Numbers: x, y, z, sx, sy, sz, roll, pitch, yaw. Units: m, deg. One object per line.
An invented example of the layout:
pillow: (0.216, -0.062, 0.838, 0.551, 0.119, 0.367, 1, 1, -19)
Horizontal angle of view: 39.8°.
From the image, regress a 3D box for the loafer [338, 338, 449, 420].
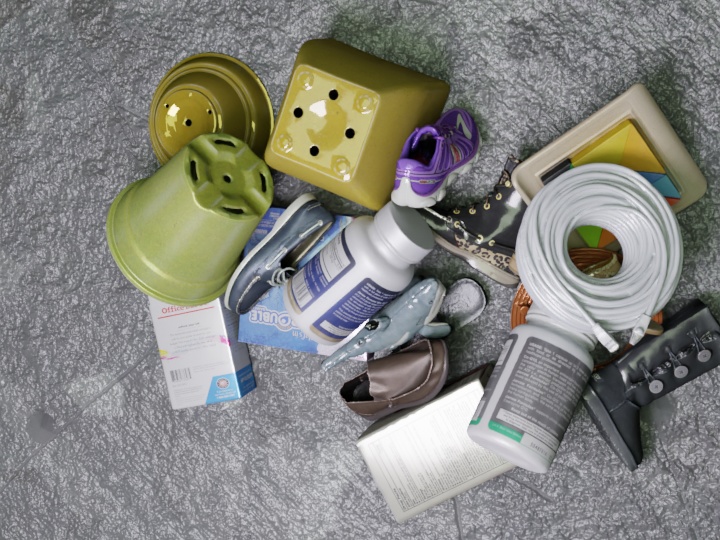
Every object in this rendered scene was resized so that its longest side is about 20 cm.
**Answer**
loafer: (0.042, 0.149, 1.335, 0.200, 0.070, 0.074, -39, 46, 40)

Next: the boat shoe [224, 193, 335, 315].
boat shoe: (-0.110, -0.012, 1.370, 0.062, 0.075, 0.200, 42, 96, 20)

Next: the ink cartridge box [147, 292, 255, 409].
ink cartridge box: (-0.235, 0.092, 1.462, 0.114, 0.068, 0.202, -11, 94, 16)

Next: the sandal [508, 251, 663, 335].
sandal: (0.294, 0.007, 1.247, 0.210, 0.078, 0.070, 24, 107, 8)

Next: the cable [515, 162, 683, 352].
cable: (0.286, -0.024, 1.194, 0.199, 0.069, 0.200, 39, 78, 8)

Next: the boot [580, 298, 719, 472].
boot: (0.396, 0.152, 1.297, 0.199, 0.066, 0.165, -35, 120, -1)

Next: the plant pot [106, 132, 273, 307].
plant pot: (-0.212, -0.082, 1.327, 0.201, 0.200, 0.184, 54, 136, 4)

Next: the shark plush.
shark plush: (0.027, 0.066, 1.336, 0.198, 0.083, 0.092, -22, 76, 16)

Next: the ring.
ring: (0.298, 0.068, 1.314, 0.198, 0.019, 0.203, 3, 110, 9)

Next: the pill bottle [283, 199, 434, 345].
pill bottle: (0.000, 0.000, 1.300, 0.200, 0.111, 0.111, -41, 85, 28)

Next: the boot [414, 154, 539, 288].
boot: (0.164, -0.086, 1.321, 0.199, 0.073, 0.151, 34, 104, -2)

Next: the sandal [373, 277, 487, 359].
sandal: (0.088, 0.083, 1.381, 0.200, 0.048, 0.075, -44, 83, 17)

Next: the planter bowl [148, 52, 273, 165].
planter bowl: (-0.229, -0.209, 1.416, 0.198, 0.083, 0.203, 2, 98, 15)

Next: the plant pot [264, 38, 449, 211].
plant pot: (-0.019, -0.189, 1.300, 0.194, 0.200, 0.196, 23, 102, 11)

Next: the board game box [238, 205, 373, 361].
board game box: (-0.071, 0.015, 1.420, 0.198, 0.043, 0.202, 7, 99, 15)

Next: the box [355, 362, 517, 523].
box: (0.115, 0.234, 1.361, 0.199, 0.109, 0.129, -29, 89, 17)

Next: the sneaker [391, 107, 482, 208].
sneaker: (0.102, -0.159, 1.276, 0.080, 0.200, 0.084, 12, 130, 20)

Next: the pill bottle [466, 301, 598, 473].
pill bottle: (0.221, 0.138, 1.241, 0.112, 0.113, 0.201, 25, 78, 11)

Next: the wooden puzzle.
wooden puzzle: (0.318, -0.109, 1.260, 0.199, 0.037, 0.185, -36, 115, 14)
